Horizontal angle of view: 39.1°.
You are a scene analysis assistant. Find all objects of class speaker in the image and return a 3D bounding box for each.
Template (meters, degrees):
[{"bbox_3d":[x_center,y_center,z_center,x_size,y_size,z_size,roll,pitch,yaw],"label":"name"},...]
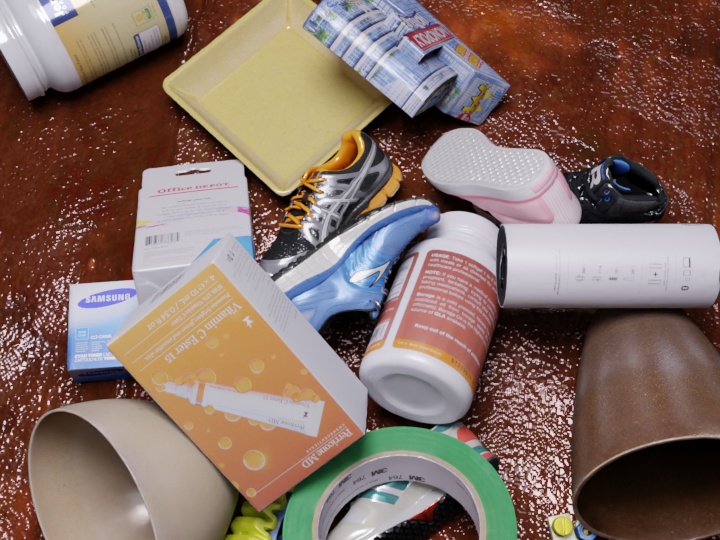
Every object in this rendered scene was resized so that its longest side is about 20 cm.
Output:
[{"bbox_3d":[0.227,-0.004,0.951,0.200,0.081,0.081,0,68,0],"label":"speaker"}]

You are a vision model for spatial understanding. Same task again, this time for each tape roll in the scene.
[{"bbox_3d":[0.035,0.232,0.879,0.200,0.048,0.201,-3,49,3],"label":"tape roll"}]

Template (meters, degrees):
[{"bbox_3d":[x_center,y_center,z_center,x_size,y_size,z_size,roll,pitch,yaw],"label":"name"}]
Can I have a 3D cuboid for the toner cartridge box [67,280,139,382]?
[{"bbox_3d":[-0.195,0.058,1.042,0.200,0.043,0.095,-4,66,-3],"label":"toner cartridge box"}]

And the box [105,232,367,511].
[{"bbox_3d":[-0.103,0.088,0.898,0.124,0.097,0.200,-38,102,12],"label":"box"}]

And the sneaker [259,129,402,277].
[{"bbox_3d":[-0.042,-0.067,1.060,0.078,0.077,0.200,9,50,48],"label":"sneaker"}]

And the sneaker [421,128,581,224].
[{"bbox_3d":[0.146,-0.081,1.038,0.075,0.105,0.200,-51,33,-8],"label":"sneaker"}]

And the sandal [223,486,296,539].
[{"bbox_3d":[-0.067,0.236,0.965,0.087,0.079,0.200,44,62,-22],"label":"sandal"}]

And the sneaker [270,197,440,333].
[{"bbox_3d":[0.000,0.000,0.983,0.200,0.079,0.089,-36,99,-14],"label":"sneaker"}]

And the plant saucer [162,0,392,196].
[{"bbox_3d":[-0.083,-0.198,1.144,0.200,0.048,0.200,43,74,15],"label":"plant saucer"}]

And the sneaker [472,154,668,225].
[{"bbox_3d":[0.223,-0.089,1.071,0.200,0.112,0.073,8,67,2],"label":"sneaker"}]

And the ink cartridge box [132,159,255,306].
[{"bbox_3d":[-0.167,-0.035,1.040,0.115,0.068,0.200,-6,35,-4],"label":"ink cartridge box"}]

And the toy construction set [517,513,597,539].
[{"bbox_3d":[0.161,0.323,0.922,0.131,0.092,0.200,0,57,-1],"label":"toy construction set"}]

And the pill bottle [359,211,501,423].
[{"bbox_3d":[0.081,0.042,1.007,0.112,0.112,0.200,19,55,7],"label":"pill bottle"}]

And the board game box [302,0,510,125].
[{"bbox_3d":[0.061,-0.235,1.108,0.200,0.200,0.062,39,115,3],"label":"board game box"}]

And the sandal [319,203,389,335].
[{"bbox_3d":[-0.002,0.005,1.055,0.082,0.055,0.200,12,59,49],"label":"sandal"}]

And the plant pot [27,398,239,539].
[{"bbox_3d":[-0.190,0.200,0.925,0.134,0.200,0.200,-19,65,-45],"label":"plant pot"}]

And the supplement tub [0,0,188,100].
[{"bbox_3d":[-0.309,-0.287,1.125,0.200,0.144,0.144,-31,72,-13],"label":"supplement tub"}]

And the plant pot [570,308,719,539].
[{"bbox_3d":[0.278,0.125,0.962,0.187,0.187,0.200,-1,48,-1],"label":"plant pot"}]

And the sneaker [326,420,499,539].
[{"bbox_3d":[0.032,0.212,0.980,0.200,0.070,0.093,-32,54,-11],"label":"sneaker"}]
